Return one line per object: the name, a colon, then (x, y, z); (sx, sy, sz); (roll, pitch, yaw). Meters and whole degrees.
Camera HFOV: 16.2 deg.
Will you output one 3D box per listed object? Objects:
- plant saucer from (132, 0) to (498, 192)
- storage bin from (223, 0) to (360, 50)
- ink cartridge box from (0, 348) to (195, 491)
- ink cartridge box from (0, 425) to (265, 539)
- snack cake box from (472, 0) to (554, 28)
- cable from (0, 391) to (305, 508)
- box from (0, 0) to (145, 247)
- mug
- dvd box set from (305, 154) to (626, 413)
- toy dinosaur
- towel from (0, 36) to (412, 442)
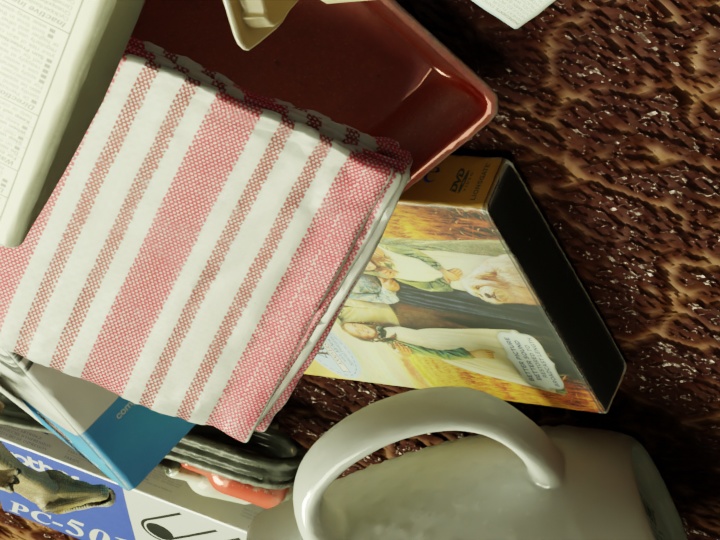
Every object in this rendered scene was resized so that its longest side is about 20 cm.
plant saucer: (-0.085, -0.072, 0.955); (0.200, 0.037, 0.200); (-39, 116, 24)
storage bin: (0.052, -0.153, 0.630); (0.200, 0.094, 0.199); (-2, 129, 19)
ink cartridge box: (-0.160, -0.014, 1.105); (0.146, 0.086, 0.200); (31, 161, 47)
ink cartridge box: (-0.106, 0.127, 1.386); (0.200, 0.044, 0.094); (19, 150, 15)
snack cake box: (0.007, -0.170, 0.760); (0.200, 0.067, 0.115); (34, 153, -13)
cable: (-0.109, 0.090, 1.243); (0.200, 0.050, 0.097); (8, -170, -33)
box: (-0.112, -0.103, 0.793); (0.095, 0.078, 0.200); (29, 144, -4)
mug: (0.047, 0.129, 1.127); (0.175, 0.148, 0.200); (-23, 128, 13)
dvd box set: (0.000, 0.000, 1.094); (0.200, 0.029, 0.146); (6, 146, 33)
toy dinosaur: (-0.199, 0.050, 1.112); (0.200, 0.058, 0.101); (41, 170, 8)
towel: (-0.098, -0.025, 0.953); (0.200, 0.030, 0.146); (23, 122, -11)
